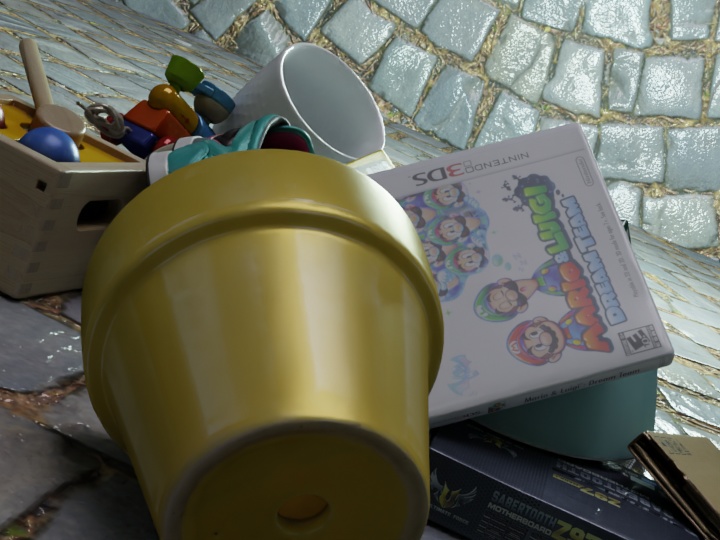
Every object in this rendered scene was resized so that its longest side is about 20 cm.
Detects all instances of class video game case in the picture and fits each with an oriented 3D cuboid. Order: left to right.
[{"bbox_3d":[0.097,-0.001,0.965,0.181,0.024,0.201,-14,60,-3],"label":"video game case"}]

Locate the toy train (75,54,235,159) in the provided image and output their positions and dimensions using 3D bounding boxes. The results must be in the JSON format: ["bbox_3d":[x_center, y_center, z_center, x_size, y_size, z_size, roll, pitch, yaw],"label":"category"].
[{"bbox_3d":[-0.195,-0.161,1.355,0.084,0.116,0.200,25,-12,26],"label":"toy train"}]

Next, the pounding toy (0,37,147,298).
[{"bbox_3d":[-0.263,-0.089,1.080,0.184,0.143,0.200,26,12,15],"label":"pounding toy"}]

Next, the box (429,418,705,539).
[{"bbox_3d":[0.135,0.159,0.951,0.199,0.051,0.158,24,13,7],"label":"box"}]

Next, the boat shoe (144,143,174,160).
[{"bbox_3d":[-0.122,-0.083,1.273,0.199,0.072,0.059,-3,-2,38],"label":"boat shoe"}]

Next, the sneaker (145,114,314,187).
[{"bbox_3d":[-0.094,-0.081,1.116,0.120,0.084,0.200,-7,9,5],"label":"sneaker"}]

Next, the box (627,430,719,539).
[{"bbox_3d":[0.279,0.185,1.009,0.164,0.021,0.200,50,14,23],"label":"box"}]

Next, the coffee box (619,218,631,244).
[{"bbox_3d":[0.172,0.041,1.165,0.123,0.201,0.044,9,42,28],"label":"coffee box"}]

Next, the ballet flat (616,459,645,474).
[{"bbox_3d":[0.192,0.136,1.118,0.072,0.072,0.200,29,13,26],"label":"ballet flat"}]

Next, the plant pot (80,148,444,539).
[{"bbox_3d":[-0.044,0.067,0.728,0.200,0.201,0.189,18,29,-23],"label":"plant pot"}]

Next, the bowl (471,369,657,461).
[{"bbox_3d":[0.140,0.047,1.037,0.200,0.105,0.201,16,17,-5],"label":"bowl"}]

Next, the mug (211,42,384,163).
[{"bbox_3d":[-0.071,-0.111,1.482,0.200,0.175,0.148,57,35,5],"label":"mug"}]

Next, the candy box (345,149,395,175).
[{"bbox_3d":[0.002,-0.030,1.046,0.102,0.026,0.200,59,25,-1],"label":"candy box"}]
